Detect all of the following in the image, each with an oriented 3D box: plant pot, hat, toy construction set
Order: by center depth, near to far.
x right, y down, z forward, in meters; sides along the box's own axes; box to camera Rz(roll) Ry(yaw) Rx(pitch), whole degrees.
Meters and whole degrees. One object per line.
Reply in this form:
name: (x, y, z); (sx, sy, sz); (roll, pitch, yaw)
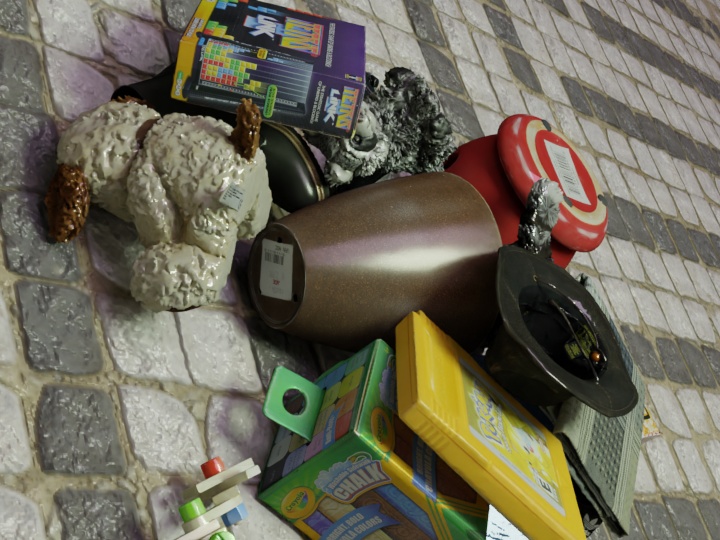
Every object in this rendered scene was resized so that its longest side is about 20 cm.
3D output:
toy construction set: (-0.077, 0.226, 0.888); (0.130, 0.092, 0.201); (-22, 69, -33)
hat: (0.162, 0.070, 1.113); (0.200, 0.081, 0.202); (37, 31, -27)
plant pot: (0.000, 0.000, 1.145); (0.198, 0.187, 0.189); (-2, 61, -39)
plant pot: (0.167, -0.067, 1.406); (0.199, 0.182, 0.202); (31, 39, -29)

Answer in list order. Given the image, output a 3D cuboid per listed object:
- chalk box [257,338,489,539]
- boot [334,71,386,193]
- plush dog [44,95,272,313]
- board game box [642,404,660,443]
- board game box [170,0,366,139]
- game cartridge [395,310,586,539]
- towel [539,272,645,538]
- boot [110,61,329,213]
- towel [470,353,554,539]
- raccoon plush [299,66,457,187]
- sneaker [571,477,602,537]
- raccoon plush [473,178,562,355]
chalk box: (0.003, 0.154, 1.031); (0.200, 0.123, 0.125); (42, 33, -19)
boot: (-0.018, -0.172, 1.358); (0.163, 0.073, 0.198); (55, 25, -3)
plush dog: (-0.170, -0.083, 1.012); (0.170, 0.162, 0.201); (16, 36, 7)
board game box: (0.275, 0.125, 1.494); (0.151, 0.046, 0.202); (2, 59, -53)
board game box: (-0.078, -0.195, 1.127); (0.163, 0.057, 0.201); (11, 25, -5)
game cartridge: (0.107, 0.134, 1.031); (0.200, 0.032, 0.177); (45, 17, -17)
towel: (0.239, 0.139, 1.241); (0.193, 0.034, 0.201); (56, 38, -37)
boot: (-0.135, -0.111, 1.156); (0.200, 0.078, 0.138); (44, 35, 7)
towel: (0.126, 0.187, 1.171); (0.110, 0.048, 0.202); (20, 68, -17)
raccoon plush: (0.023, -0.107, 1.227); (0.097, 0.133, 0.201); (55, -8, 37)
sneaker: (0.238, 0.214, 1.327); (0.071, 0.080, 0.201); (40, 35, -21)
raccoon plush: (0.142, 0.010, 1.286); (0.097, 0.133, 0.202); (40, 62, -35)
